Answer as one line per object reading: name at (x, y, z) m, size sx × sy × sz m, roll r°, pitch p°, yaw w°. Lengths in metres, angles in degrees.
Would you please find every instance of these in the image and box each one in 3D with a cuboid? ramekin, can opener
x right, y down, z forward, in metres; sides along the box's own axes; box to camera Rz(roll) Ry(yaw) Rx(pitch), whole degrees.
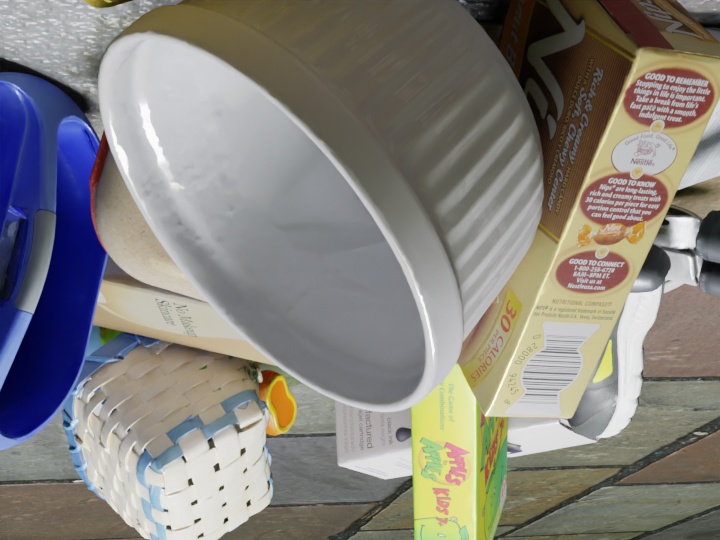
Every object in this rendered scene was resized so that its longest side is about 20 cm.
ramekin at (-0.011, -0.047, 0.608) m, size 0.105 × 0.200 × 0.200 m, roll -42°, pitch 178°, yaw -26°
can opener at (0.205, 0.001, 0.780) m, size 0.198 × 0.067 × 0.053 m, roll 11°, pitch 141°, yaw 29°

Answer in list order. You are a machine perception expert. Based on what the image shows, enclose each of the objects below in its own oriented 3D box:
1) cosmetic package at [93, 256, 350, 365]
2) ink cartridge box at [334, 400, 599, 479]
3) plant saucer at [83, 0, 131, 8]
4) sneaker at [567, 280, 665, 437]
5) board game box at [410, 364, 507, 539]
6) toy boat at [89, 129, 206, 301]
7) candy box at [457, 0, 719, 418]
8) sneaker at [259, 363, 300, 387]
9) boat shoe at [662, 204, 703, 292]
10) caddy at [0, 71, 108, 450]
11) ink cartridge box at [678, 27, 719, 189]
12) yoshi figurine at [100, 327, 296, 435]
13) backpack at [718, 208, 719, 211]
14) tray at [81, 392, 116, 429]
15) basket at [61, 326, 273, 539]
cosmetic package at (-0.108, 0.001, 0.869) m, size 0.197 × 0.072 × 0.105 m, roll 12°, pitch 160°, yaw 9°
ink cartridge box at (0.081, 0.076, 1.100) m, size 0.198 × 0.147 × 0.084 m, roll -15°, pitch 158°, yaw 28°
plant saucer at (-0.080, -0.165, 0.513) m, size 0.197 × 0.049 × 0.200 m, roll -12°, pitch 159°, yaw 22°
sneaker at (0.150, 0.037, 0.931) m, size 0.083 × 0.075 × 0.202 m, roll 2°, pitch 134°, yaw 1°
board game box at (0.071, 0.114, 0.964) m, size 0.047 × 0.102 × 0.202 m, roll 8°, pitch 125°, yaw 16°
toy boat at (-0.048, -0.049, 0.774) m, size 0.198 × 0.132 × 0.131 m, roll 18°, pitch -162°, yaw -12°
candy box at (0.093, -0.042, 0.660) m, size 0.055 × 0.116 × 0.202 m, roll 4°, pitch 125°, yaw -24°
sneaker at (-0.117, 0.115, 1.260) m, size 0.197 × 0.091 × 0.067 m, roll -3°, pitch 161°, yaw -3°
boat shoe at (0.148, -0.019, 0.954) m, size 0.197 × 0.072 × 0.064 m, roll -3°, pitch 163°, yaw 2°
caddy at (-0.204, -0.006, 0.738) m, size 0.104 × 0.203 × 0.141 m, roll 1°, pitch 165°, yaw 34°
ink cartridge box at (0.202, -0.095, 0.814) m, size 0.198 × 0.058 × 0.163 m, roll -23°, pitch 164°, yaw -11°
yoshi figurine at (-0.130, 0.077, 1.115) m, size 0.198 × 0.114 × 0.112 m, roll 8°, pitch -165°, yaw 28°
backpack at (0.305, -0.033, 0.835) m, size 0.161 × 0.154 × 0.202 m, roll -15°, pitch 139°, yaw -23°
tray at (-0.228, 0.130, 1.391) m, size 0.106 × 0.022 × 0.200 m, roll -9°, pitch 161°, yaw 10°
basket at (-0.149, 0.091, 0.981) m, size 0.138 × 0.200 × 0.177 m, roll -33°, pitch 149°, yaw -25°
